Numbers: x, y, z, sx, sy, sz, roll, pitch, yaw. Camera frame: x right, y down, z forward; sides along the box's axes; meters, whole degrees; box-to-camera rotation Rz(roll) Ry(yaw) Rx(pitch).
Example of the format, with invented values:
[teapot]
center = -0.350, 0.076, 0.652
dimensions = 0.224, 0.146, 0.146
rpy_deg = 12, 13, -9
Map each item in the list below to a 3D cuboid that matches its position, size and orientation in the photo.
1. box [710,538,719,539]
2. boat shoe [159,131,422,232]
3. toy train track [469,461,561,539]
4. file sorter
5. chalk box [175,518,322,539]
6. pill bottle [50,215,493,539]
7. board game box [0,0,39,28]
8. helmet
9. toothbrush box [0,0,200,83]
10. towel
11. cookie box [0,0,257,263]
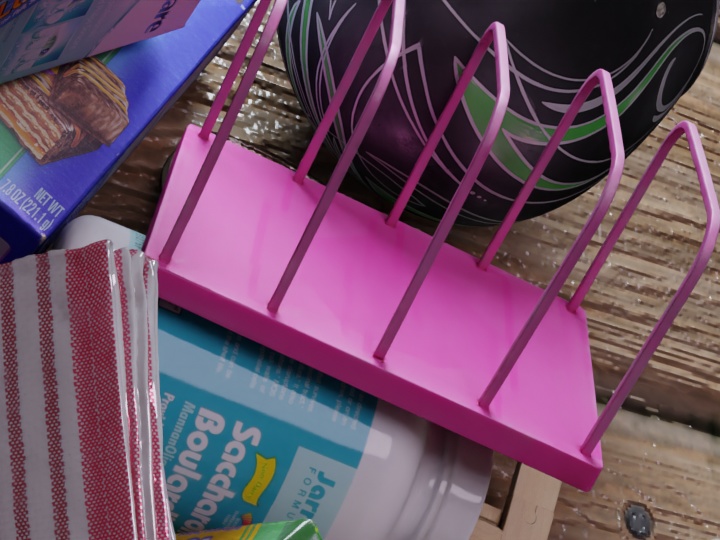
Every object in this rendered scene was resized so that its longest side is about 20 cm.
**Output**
[box]
center = 0.111, 0.186, 0.876
dimensions = 0.198, 0.095, 0.079
rpy_deg = -13, 100, -27
[boat shoe]
center = 0.002, -0.005, 0.937
dimensions = 0.202, 0.075, 0.075
rpy_deg = 35, 53, -15
[toy train track]
center = 0.030, 0.120, 0.926
dimensions = 0.199, 0.033, 0.116
rpy_deg = 25, 67, -15
[file sorter]
center = 0.031, -0.033, 0.813
dimensions = 0.199, 0.126, 0.139
rpy_deg = 25, 24, -8
[chalk box]
center = -0.091, 0.196, 0.729
dimensions = 0.200, 0.123, 0.125
rpy_deg = -36, 105, -41
[pill bottle]
center = -0.048, 0.062, 0.831
dimensions = 0.198, 0.111, 0.112
rpy_deg = 22, 56, -12
[board game box]
center = -0.177, -0.179, 0.724
dimensions = 0.200, 0.034, 0.135
rpy_deg = 45, 50, 1
[helmet]
center = 0.054, -0.119, 0.951
dimensions = 0.190, 0.200, 0.201
rpy_deg = -25, 82, -25
[toothbrush box]
center = -0.165, -0.154, 0.794
dimensions = 0.199, 0.085, 0.147
rpy_deg = -25, 77, -37
[towel]
center = -0.159, 0.080, 0.735
dimensions = 0.030, 0.198, 0.148
rpy_deg = 40, 39, -61
[cookie box]
center = -0.158, -0.115, 0.882
dimensions = 0.171, 0.075, 0.200
rpy_deg = 41, 50, -8
